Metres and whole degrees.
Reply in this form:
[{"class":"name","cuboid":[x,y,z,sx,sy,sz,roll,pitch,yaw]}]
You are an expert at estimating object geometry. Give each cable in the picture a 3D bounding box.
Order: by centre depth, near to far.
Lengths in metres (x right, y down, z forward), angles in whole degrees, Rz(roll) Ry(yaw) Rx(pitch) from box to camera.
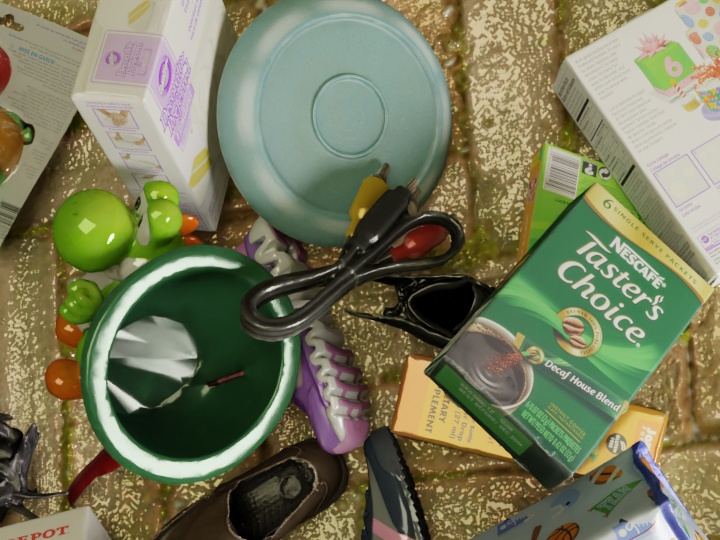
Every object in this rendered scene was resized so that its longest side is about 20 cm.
[{"class":"cable","cuboid":[0.000,0.000,1.138,0.097,0.050,0.200,35,60,14]}]

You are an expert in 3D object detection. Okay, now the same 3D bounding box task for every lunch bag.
[{"class":"lunch bag","cuboid":[0.183,0.249,1.108,0.170,0.124,0.200,-32,107,12]}]

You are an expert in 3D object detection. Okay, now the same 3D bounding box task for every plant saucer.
[{"class":"plant saucer","cuboid":[-0.012,-0.118,1.203,0.200,0.027,0.201,0,91,-25]}]

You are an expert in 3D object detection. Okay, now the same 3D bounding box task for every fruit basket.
[{"class":"fruit basket","cuboid":[-0.329,-0.131,1.300,0.185,0.094,0.200,22,69,12]}]

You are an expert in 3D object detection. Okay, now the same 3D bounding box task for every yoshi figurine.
[{"class":"yoshi figurine","cuboid":[-0.200,0.005,1.179,0.112,0.112,0.200,44,132,16]}]

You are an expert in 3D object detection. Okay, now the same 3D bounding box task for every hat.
[{"class":"hat","cuboid":[-0.166,0.071,1.187,0.200,0.176,0.166,-44,113,-19]}]

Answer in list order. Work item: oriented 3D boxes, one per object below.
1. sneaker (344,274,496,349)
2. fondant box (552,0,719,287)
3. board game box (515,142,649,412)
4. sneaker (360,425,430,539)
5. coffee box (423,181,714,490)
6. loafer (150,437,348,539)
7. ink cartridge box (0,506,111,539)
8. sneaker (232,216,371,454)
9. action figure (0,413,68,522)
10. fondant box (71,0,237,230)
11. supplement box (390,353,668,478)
[{"class":"sneaker","cuboid":[0.093,0.040,1.177,0.199,0.104,0.060,12,83,12]},{"class":"fondant box","cuboid":[0.261,-0.104,1.181,0.144,0.058,0.200,-30,78,-12]},{"class":"board game box","cuboid":[0.162,0.007,1.161,0.095,0.030,0.200,18,59,-12]},{"class":"sneaker","cuboid":[0.015,0.220,1.179,0.082,0.070,0.200,-14,77,5]},{"class":"coffee box","cuboid":[0.149,0.041,1.100,0.123,0.044,0.200,44,59,3]},{"class":"loafer","cuboid":[-0.103,0.194,1.202,0.200,0.071,0.073,-40,77,1]},{"class":"ink cartridge box","cuboid":[-0.257,0.287,1.155,0.146,0.083,0.200,-15,42,7]},{"class":"sneaker","cuboid":[-0.061,0.059,1.215,0.088,0.080,0.200,-30,67,10]},{"class":"action figure","cuboid":[-0.331,0.142,1.230,0.200,0.102,0.119,34,120,16]},{"class":"fondant box","cuboid":[-0.142,-0.138,1.176,0.058,0.200,0.145,6,66,14]},{"class":"supplement box","cuboid":[0.127,0.115,1.179,0.200,0.069,0.067,12,84,8]}]
